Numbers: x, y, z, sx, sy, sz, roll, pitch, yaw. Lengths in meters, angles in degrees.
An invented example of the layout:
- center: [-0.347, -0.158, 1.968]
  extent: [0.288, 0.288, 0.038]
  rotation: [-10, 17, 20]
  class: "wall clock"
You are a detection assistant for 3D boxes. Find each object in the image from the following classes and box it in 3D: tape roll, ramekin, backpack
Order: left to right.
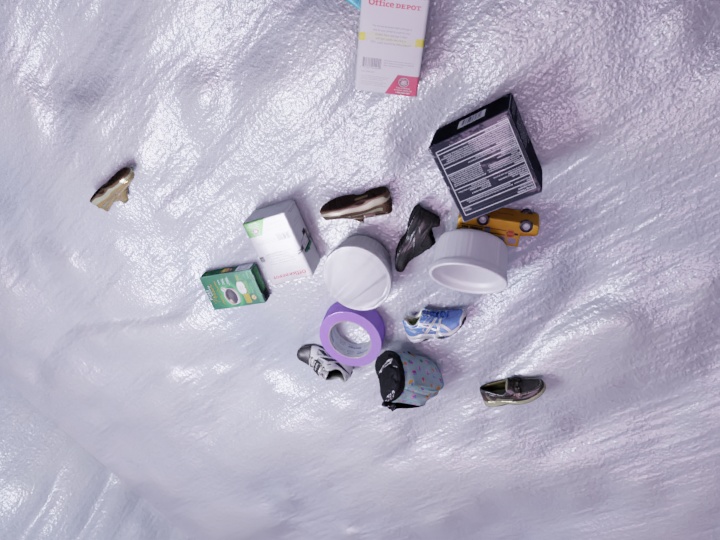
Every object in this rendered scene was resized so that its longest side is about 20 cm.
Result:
- center: [-0.024, 0.189, 1.697]
  extent: [0.193, 0.066, 0.206]
  rotation: [8, 123, 12]
  class: "tape roll"
- center: [0.000, 0.000, 1.549]
  extent: [0.195, 0.095, 0.208]
  rotation: [8, 123, 12]
  class: "ramekin"
- center: [0.148, 0.327, 1.665]
  extent: [0.196, 0.171, 0.126]
  rotation: [20, 137, -33]
  class: "backpack"
- center: [0.273, -0.022, 1.398]
  extent: [0.193, 0.101, 0.201]
  rotation: [13, 162, 4]
  class: "ramekin"

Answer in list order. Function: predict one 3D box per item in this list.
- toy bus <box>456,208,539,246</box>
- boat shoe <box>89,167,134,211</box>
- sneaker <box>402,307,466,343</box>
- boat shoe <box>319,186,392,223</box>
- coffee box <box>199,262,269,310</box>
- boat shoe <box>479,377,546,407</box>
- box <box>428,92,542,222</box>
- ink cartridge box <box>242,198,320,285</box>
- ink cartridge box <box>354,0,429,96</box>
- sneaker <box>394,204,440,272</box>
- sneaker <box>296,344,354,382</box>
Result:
- center: [0.337, -0.112, 1.389]
  extent: [0.193, 0.066, 0.080]
  rotation: [10, 125, 11]
  class: "toy bus"
- center: [-0.709, -0.232, 1.648]
  extent: [0.196, 0.073, 0.076]
  rotation: [-21, 129, 36]
  class: "boat shoe"
- center: [0.206, 0.146, 1.589]
  extent: [0.195, 0.077, 0.078]
  rotation: [-21, 119, 26]
  class: "sneaker"
- center: [-0.009, -0.154, 1.468]
  extent: [0.196, 0.076, 0.076]
  rotation: [-10, 125, 22]
  class: "boat shoe"
- center: [-0.388, 0.050, 1.734]
  extent: [0.194, 0.044, 0.126]
  rotation: [-10, 118, 22]
  class: "coffee box"
- center: [0.441, 0.348, 1.649]
  extent: [0.197, 0.073, 0.067]
  rotation: [-22, 119, 33]
  class: "boat shoe"
- center: [0.287, -0.252, 1.279]
  extent: [0.195, 0.124, 0.202]
  rotation: [-19, 114, 29]
  class: "box"
- center: [-0.216, -0.077, 1.574]
  extent: [0.142, 0.085, 0.205]
  rotation: [-11, 118, 24]
  class: "ink cartridge box"
- center: [0.067, -0.495, 1.208]
  extent: [0.140, 0.084, 0.205]
  rotation: [8, 124, 2]
  class: "ink cartridge box"
- center: [0.147, -0.070, 1.475]
  extent: [0.088, 0.077, 0.203]
  rotation: [19, 128, -5]
  class: "sneaker"
- center: [-0.119, 0.299, 1.785]
  extent: [0.193, 0.089, 0.076]
  rotation: [13, 127, 11]
  class: "sneaker"
